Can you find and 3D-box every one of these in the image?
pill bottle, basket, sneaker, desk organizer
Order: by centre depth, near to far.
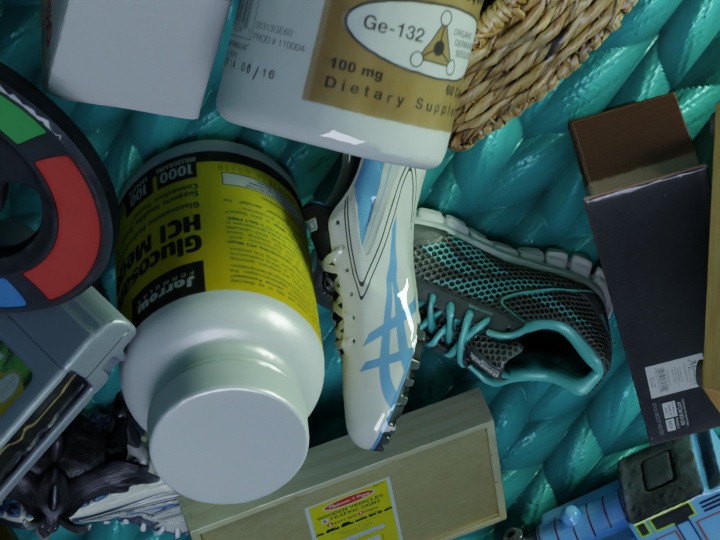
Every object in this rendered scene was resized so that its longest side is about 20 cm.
[{"bbox_3d":[0.007,-0.157,1.120,0.113,0.114,0.202,12,95,-17],"label":"pill bottle"},{"bbox_3d":[0.051,-0.176,1.197,0.148,0.143,0.200,31,119,-29],"label":"basket"},{"bbox_3d":[-0.078,0.028,1.308,0.111,0.201,0.113,-4,129,-5],"label":"pill bottle"},{"bbox_3d":[0.000,0.000,1.331,0.072,0.072,0.202,2,86,-10],"label":"sneaker"},{"bbox_3d":[0.064,0.023,1.395,0.198,0.092,0.078,9,127,-15],"label":"sneaker"},{"bbox_3d":[0.180,0.000,1.401,0.071,0.077,0.201,-16,129,5],"label":"desk organizer"},{"bbox_3d":[-0.132,0.134,1.471,0.198,0.077,0.086,-13,134,3],"label":"sneaker"}]

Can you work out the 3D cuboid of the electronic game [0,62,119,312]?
[{"bbox_3d":[-0.216,-0.049,1.194,0.198,0.042,0.201,13,141,11],"label":"electronic game"}]

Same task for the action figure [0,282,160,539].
[{"bbox_3d":[-0.176,0.094,1.348,0.118,0.201,0.103,0,132,-8],"label":"action figure"}]

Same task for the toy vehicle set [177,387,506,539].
[{"bbox_3d":[-0.008,0.149,1.486,0.199,0.027,0.125,-20,144,-7],"label":"toy vehicle set"}]

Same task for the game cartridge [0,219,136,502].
[{"bbox_3d":[-0.223,0.071,1.277,0.200,0.133,0.040,-49,137,-3],"label":"game cartridge"}]

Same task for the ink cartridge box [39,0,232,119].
[{"bbox_3d":[-0.097,-0.198,1.157,0.084,0.145,0.201,10,128,-15],"label":"ink cartridge box"}]

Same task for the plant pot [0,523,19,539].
[{"bbox_3d":[-0.302,0.209,1.447,0.183,0.200,0.200,-38,126,2],"label":"plant pot"}]

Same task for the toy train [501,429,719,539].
[{"bbox_3d":[0.174,0.187,1.554,0.199,0.087,0.115,-26,119,16],"label":"toy train"}]

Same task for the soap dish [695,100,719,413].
[{"bbox_3d":[0.242,0.005,1.322,0.081,0.202,0.157,-2,160,21],"label":"soap dish"}]
